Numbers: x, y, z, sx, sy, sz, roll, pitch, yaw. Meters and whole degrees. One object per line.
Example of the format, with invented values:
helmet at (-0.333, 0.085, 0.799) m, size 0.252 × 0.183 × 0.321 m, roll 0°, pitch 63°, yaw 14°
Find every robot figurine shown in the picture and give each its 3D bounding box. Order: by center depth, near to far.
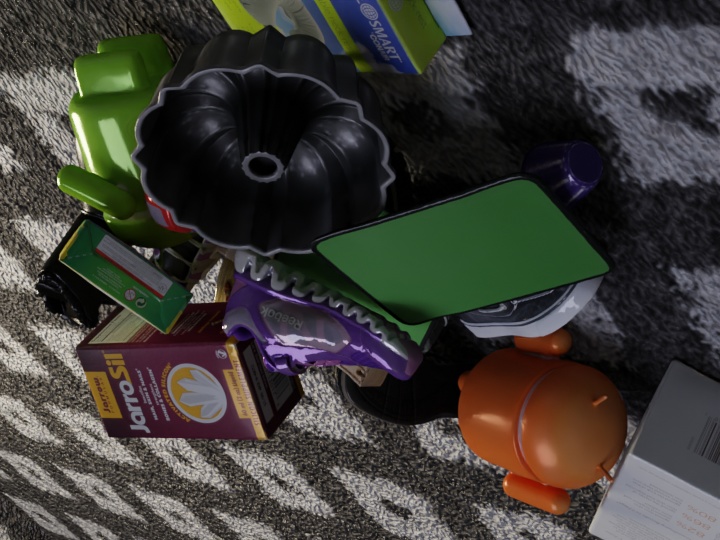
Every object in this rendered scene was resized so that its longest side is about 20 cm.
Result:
robot figurine at (-0.195, -0.110, 1.264) m, size 0.114 × 0.176 × 0.202 m, roll -3°, pitch 117°, yaw 23°
robot figurine at (0.169, 0.138, 1.290) m, size 0.116 × 0.145 × 0.199 m, roll 39°, pitch 166°, yaw -27°

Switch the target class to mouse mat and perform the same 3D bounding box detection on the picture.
mouse mat at (0.081, -0.011, 1.077) m, size 0.198 × 0.008 × 0.161 m, roll -15°, pitch 146°, yaw 29°
mouse mat at (0.000, 0.000, 1.199) m, size 0.160 × 0.008 × 0.201 m, roll 31°, pitch 147°, yaw 6°

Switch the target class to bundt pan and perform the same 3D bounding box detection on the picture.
bundt pan at (-0.071, -0.105, 1.053) m, size 0.199 × 0.076 × 0.203 m, roll 3°, pitch 139°, yaw 2°

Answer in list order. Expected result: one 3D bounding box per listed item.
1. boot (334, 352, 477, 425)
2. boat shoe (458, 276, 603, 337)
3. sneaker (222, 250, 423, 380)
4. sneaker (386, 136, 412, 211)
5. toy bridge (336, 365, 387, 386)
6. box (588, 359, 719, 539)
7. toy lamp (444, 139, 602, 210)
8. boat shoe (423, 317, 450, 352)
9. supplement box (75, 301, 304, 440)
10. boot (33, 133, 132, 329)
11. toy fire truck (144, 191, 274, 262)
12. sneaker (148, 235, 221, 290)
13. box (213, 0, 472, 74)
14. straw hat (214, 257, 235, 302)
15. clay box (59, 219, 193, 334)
boot at (0.025, 0.111, 1.413) m, size 0.198 × 0.074 × 0.150 m, roll 3°, pitch -179°, yaw -39°
boat shoe at (0.132, 0.011, 1.197) m, size 0.068 × 0.072 × 0.199 m, roll 39°, pitch 161°, yaw -16°
sneaker at (-0.040, 0.057, 1.192) m, size 0.198 × 0.089 × 0.080 m, roll 25°, pitch 176°, yaw 25°
sneaker at (0.011, -0.052, 1.224) m, size 0.089 × 0.076 × 0.202 m, roll 46°, pitch 162°, yaw 59°
toy bridge at (-0.056, 0.039, 1.309) m, size 0.067 × 0.027 × 0.200 m, roll 4°, pitch -147°, yaw -50°
box at (0.312, 0.198, 1.263) m, size 0.151 × 0.107 × 0.201 m, roll 27°, pitch 153°, yaw 12°
toy lamp at (0.122, -0.059, 1.099) m, size 0.058 × 0.059 × 0.199 m, roll 40°, pitch 156°, yaw -14°
boat shoe at (-0.007, 0.013, 1.356) m, size 0.198 × 0.064 × 0.071 m, roll 27°, pitch 154°, yaw 12°
supplement box at (-0.170, 0.100, 1.371) m, size 0.198 × 0.086 × 0.112 m, roll -3°, pitch 116°, yaw 29°
boot at (-0.290, -0.045, 1.467) m, size 0.073 × 0.163 × 0.199 m, roll 20°, pitch 152°, yaw 20°
toy fire truck at (-0.100, -0.057, 1.247) m, size 0.049 × 0.198 × 0.143 m, roll 32°, pitch 133°, yaw 47°
sneaker at (-0.193, -0.003, 1.453) m, size 0.077 × 0.141 × 0.200 m, roll 32°, pitch 155°, yaw 2°
box at (-0.026, -0.204, 1.027) m, size 0.198 × 0.048 × 0.122 m, roll 8°, pitch 145°, yaw 43°
straw hat at (-0.078, 0.051, 1.468) m, size 0.084 × 0.204 × 0.200 m, roll -3°, pitch 172°, yaw -31°
clay box at (-0.219, 0.002, 1.274) m, size 0.114 × 0.048 × 0.200 m, roll 36°, pitch 175°, yaw -11°
